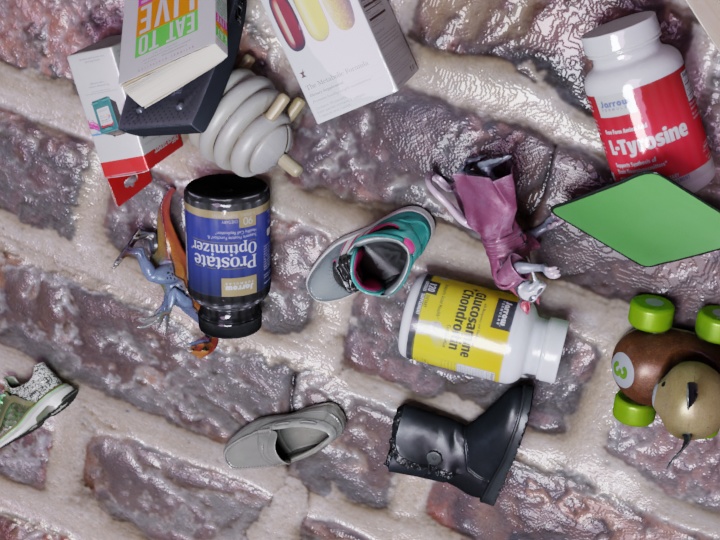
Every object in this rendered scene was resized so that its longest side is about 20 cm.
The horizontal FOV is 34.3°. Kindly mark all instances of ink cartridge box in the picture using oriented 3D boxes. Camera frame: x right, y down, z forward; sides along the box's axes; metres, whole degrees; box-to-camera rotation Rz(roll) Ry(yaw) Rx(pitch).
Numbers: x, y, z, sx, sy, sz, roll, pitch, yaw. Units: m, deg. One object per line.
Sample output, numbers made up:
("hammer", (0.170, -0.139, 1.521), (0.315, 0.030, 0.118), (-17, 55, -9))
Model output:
("ink cartridge box", (-0.291, -0.194, 1.489), (0.067, 0.116, 0.200), (-7, 110, 19))

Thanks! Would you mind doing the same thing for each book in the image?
("book", (-0.218, -0.305, 1.388), (0.134, 0.200, 0.048), (-22, 142, 22))

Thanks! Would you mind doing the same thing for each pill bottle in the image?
("pill bottle", (0.156, 0.078, 1.473), (0.200, 0.112, 0.112), (14, 115, 10))
("pill bottle", (0.319, -0.182, 1.316), (0.112, 0.112, 0.200), (-16, 107, 22))
("pill bottle", (-0.173, -0.018, 1.531), (0.112, 0.112, 0.200), (7, 114, 14))

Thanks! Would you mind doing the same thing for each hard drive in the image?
("hard drive", (-0.209, -0.251, 1.406), (0.135, 0.200, 0.042), (1, 157, 34))

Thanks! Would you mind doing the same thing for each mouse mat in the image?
("mouse mat", (0.330, -0.055, 1.334), (0.161, 0.008, 0.200), (28, 159, -19))

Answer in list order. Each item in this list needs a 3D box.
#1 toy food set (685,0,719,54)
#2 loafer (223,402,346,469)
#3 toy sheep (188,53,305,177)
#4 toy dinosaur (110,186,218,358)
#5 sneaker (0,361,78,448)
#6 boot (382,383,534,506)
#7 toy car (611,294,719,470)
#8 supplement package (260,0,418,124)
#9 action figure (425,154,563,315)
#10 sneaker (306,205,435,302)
("toy food set", (0.428, -0.310, 1.268), (0.143, 0.060, 0.200), (-34, 101, 14))
("loafer", (-0.114, 0.240, 1.645), (0.200, 0.070, 0.070), (-25, 103, 24))
("toy sheep", (-0.146, -0.185, 1.444), (0.200, 0.138, 0.138), (42, 119, 17))
("toy dinosaur", (-0.247, 0.025, 1.581), (0.181, 0.105, 0.200), (36, 112, -11))
("sneaker", (-0.514, 0.201, 1.757), (0.200, 0.077, 0.089), (-34, 86, 20))
("boot", (0.127, 0.214, 1.558), (0.168, 0.076, 0.200), (19, 122, 4))
("toy car", (0.374, 0.147, 1.388), (0.158, 0.200, 0.164), (9, 114, 12))
("supplement package", (-0.031, -0.294, 1.373), (0.114, 0.110, 0.200), (-20, 105, 22))
("action figure", (0.167, -0.037, 1.406), (0.149, 0.134, 0.200), (-13, 101, 18))
("sneaker", (0.000, 0.000, 1.481), (0.200, 0.121, 0.084), (-33, 100, 26))
